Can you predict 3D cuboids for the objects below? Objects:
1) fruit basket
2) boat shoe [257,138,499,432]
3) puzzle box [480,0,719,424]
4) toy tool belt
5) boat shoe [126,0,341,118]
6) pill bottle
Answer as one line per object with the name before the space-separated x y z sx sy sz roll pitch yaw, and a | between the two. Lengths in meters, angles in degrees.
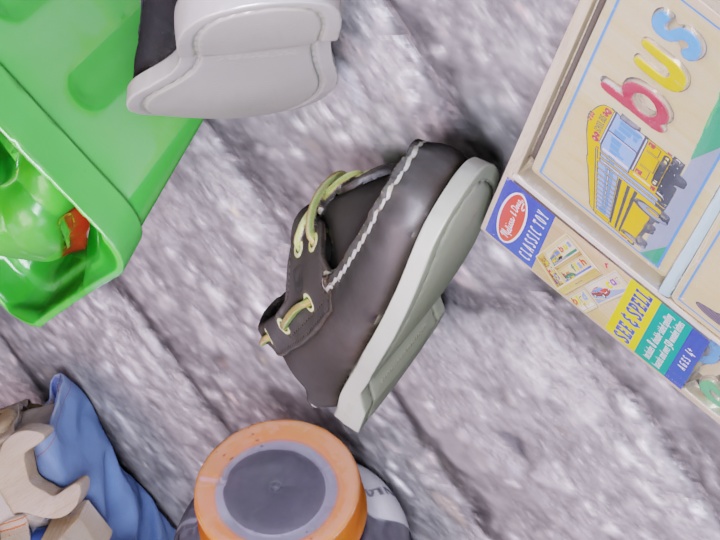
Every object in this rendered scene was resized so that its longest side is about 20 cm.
fruit basket | -0.176 -0.056 1.103 0.216 0.216 0.155 47 155 -7
boat shoe | 0.000 0.000 1.075 0.060 0.072 0.201 36 157 6
puzzle box | 0.112 -0.023 0.926 0.133 0.025 0.200 40 155 10
toy tool belt | -0.151 0.107 1.449 0.122 0.125 0.200 -14 128 25
boat shoe | -0.045 -0.093 1.011 0.200 0.073 0.061 116 148 -80
pill bottle | -0.024 0.149 1.305 0.106 0.106 0.201 30 152 26
